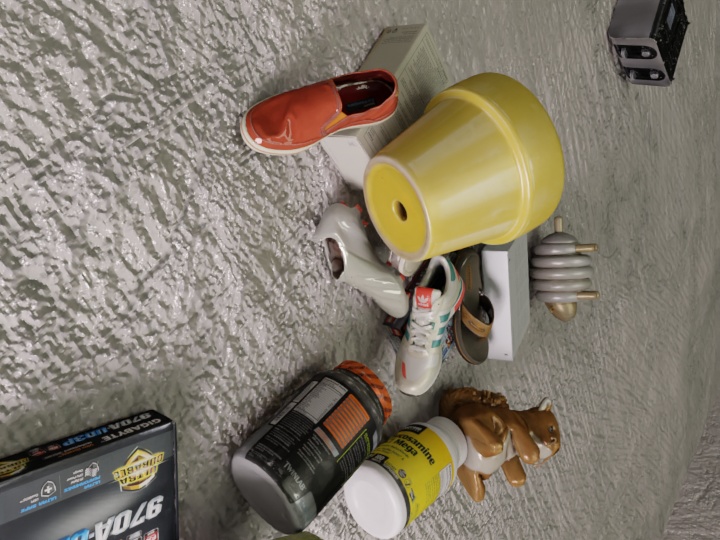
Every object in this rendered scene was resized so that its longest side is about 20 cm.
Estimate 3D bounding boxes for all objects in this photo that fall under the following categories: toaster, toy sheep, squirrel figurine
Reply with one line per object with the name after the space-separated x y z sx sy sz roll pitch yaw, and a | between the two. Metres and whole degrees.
0.649 -0.543 1.523 0.180 0.117 0.205 32 74 -49 | toaster
0.396 -0.003 1.332 0.136 0.135 0.206 1 88 -49 | toy sheep
0.234 0.257 1.142 0.182 0.200 0.145 -12 125 -24 | squirrel figurine

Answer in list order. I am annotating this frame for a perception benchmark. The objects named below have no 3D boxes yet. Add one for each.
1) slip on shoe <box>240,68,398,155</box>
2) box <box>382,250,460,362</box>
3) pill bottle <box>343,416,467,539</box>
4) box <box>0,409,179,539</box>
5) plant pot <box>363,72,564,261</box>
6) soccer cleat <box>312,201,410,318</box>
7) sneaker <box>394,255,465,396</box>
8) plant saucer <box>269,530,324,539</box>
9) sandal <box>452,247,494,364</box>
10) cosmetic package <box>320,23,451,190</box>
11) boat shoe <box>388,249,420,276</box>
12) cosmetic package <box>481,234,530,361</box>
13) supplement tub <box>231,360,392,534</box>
-0.043 -0.185 0.771 0.195 0.061 0.076 -18 77 -18 | slip on shoe
0.121 0.061 1.085 0.201 0.039 0.138 -53 133 -28 | box
0.075 0.302 1.028 0.198 0.111 0.116 -22 115 -46 | pill bottle
-0.269 0.241 0.651 0.197 0.045 0.164 -11 107 -49 | box
0.110 -0.109 0.821 0.186 0.199 0.205 -29 120 -25 | plant pot
0.000 0.000 0.911 0.078 0.068 0.202 -49 125 -24 | soccer cleat
0.087 0.070 0.955 0.203 0.069 0.094 -65 148 -22 | sneaker
-0.138 0.329 0.726 0.199 0.196 0.049 26 42 -63 | plant saucer
0.187 0.062 1.091 0.081 0.054 0.206 -26 118 -44 | sandal
0.036 -0.214 0.895 0.202 0.072 0.104 -59 137 -22 | cosmetic package
0.074 -0.052 0.947 0.200 0.059 0.073 -42 158 -58 | boat shoe
0.261 0.033 1.212 0.151 0.050 0.205 -44 131 -58 | cosmetic package
-0.054 0.211 0.845 0.199 0.120 0.125 -39 126 -37 | supplement tub
